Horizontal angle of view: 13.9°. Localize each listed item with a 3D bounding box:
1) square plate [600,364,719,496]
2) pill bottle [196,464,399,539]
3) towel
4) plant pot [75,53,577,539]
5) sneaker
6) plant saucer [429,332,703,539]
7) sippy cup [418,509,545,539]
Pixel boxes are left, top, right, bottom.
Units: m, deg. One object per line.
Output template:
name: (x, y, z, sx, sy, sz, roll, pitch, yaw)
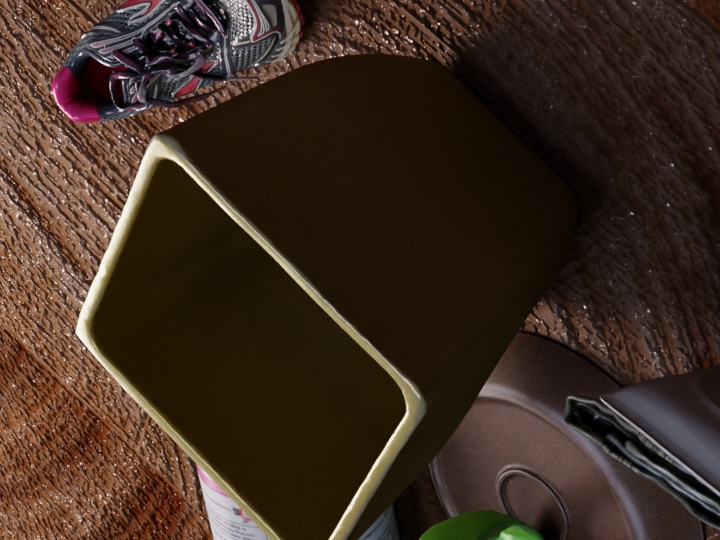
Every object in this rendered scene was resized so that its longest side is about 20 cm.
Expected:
square plate: (0.234, 0.100, 1.418, 0.198, 0.200, 0.029, 38, 110, 21)
pill bottle: (-0.032, 0.172, 1.823, 0.113, 0.113, 0.201, 18, 132, 39)
towel: (0.211, 0.122, 1.478, 0.192, 0.200, 0.035, 36, 98, 26)
plant pot: (0.000, 0.000, 1.567, 0.195, 0.200, 0.194, 44, 144, 11)
sneaker: (-0.103, -0.129, 1.684, 0.081, 0.075, 0.200, 56, 144, -4)
plant saucer: (0.108, 0.129, 1.698, 0.200, 0.034, 0.201, 29, 139, 29)
sippy cup: (0.062, 0.237, 1.682, 0.140, 0.130, 0.178, -34, 82, 52)
